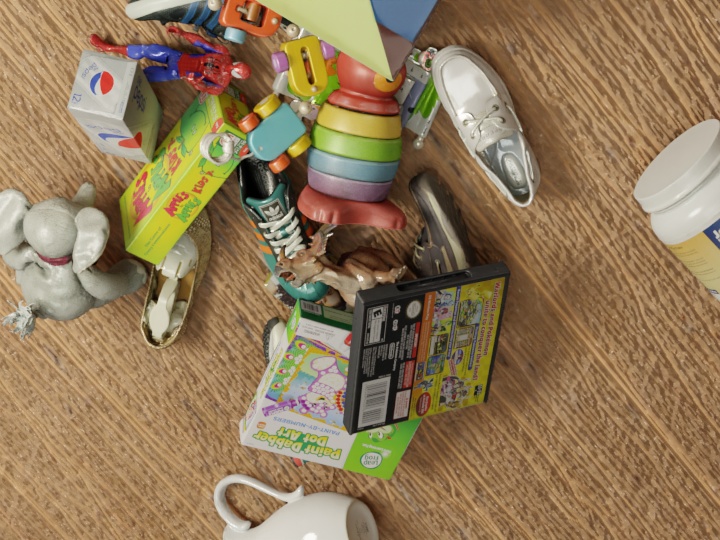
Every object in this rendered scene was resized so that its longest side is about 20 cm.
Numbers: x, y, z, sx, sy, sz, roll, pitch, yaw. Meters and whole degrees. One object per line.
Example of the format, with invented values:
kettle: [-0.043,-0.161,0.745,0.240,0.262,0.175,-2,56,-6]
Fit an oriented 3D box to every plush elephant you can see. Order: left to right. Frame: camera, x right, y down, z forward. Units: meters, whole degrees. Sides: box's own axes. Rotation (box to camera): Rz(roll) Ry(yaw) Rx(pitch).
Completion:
plush elephant: [-0.346,-0.031,1.669,0.164,0.200,0.156,21,120,7]

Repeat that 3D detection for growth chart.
growth chart: [0.002,-0.213,1.634,0.199,0.018,0.146,18,115,2]

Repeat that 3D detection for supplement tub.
supplement tub: [0.409,-0.052,1.569,0.200,0.145,0.144,44,112,-11]

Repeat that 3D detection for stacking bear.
stacking bear: [0.000,-0.159,1.590,0.121,0.114,0.202,4,106,-27]

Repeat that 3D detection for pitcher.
pitcher: [-0.089,0.330,1.837,0.199,0.121,0.173,-18,94,27]

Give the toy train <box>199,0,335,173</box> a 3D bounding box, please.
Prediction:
toy train: [-0.111,-0.209,1.560,0.149,0.056,0.202,10,94,-20]

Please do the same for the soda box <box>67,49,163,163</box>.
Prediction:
soda box: [-0.267,-0.177,1.590,0.063,0.200,0.069,13,81,2]

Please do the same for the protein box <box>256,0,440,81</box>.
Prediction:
protein box: [-0.006,-0.327,1.484,0.198,0.200,0.135,30,114,-5]

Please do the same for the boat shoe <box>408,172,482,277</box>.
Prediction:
boat shoe: [0.094,-0.016,1.673,0.073,0.075,0.201,-20,107,16]

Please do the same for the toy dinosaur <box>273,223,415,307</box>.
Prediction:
toy dinosaur: [0.000,0.000,1.636,0.135,0.200,0.086,35,100,22]

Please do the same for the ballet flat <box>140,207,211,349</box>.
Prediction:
ballet flat: [-0.225,0.011,1.738,0.070,0.065,0.201,13,114,3]

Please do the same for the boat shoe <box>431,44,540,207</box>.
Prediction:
boat shoe: [0.146,-0.159,1.597,0.071,0.069,0.201,-30,110,14]

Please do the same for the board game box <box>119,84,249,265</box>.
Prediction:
board game box: [-0.202,-0.114,1.656,0.047,0.102,0.200,26,117,-31]

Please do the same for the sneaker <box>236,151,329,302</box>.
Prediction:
sneaker: [-0.096,-0.055,1.646,0.071,0.080,0.201,-26,86,4]

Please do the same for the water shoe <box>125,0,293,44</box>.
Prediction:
water shoe: [-0.164,-0.286,1.598,0.198,0.072,0.079,-8,115,13]

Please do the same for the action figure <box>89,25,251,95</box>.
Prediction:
action figure: [-0.221,-0.235,1.593,0.198,0.099,0.066,7,83,15]

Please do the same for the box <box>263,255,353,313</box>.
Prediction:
box: [-0.017,0.051,1.732,0.200,0.050,0.075,40,113,-9]

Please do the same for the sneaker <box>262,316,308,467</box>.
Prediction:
sneaker: [-0.063,0.143,1.779,0.093,0.070,0.201,-13,110,-5]

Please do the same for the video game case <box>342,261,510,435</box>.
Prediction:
video game case: [0.072,0.089,1.622,0.179,0.026,0.201,-11,131,-20]

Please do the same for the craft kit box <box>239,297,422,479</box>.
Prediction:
craft kit box: [-0.018,0.144,1.705,0.199,0.049,0.198,15,123,-18]
